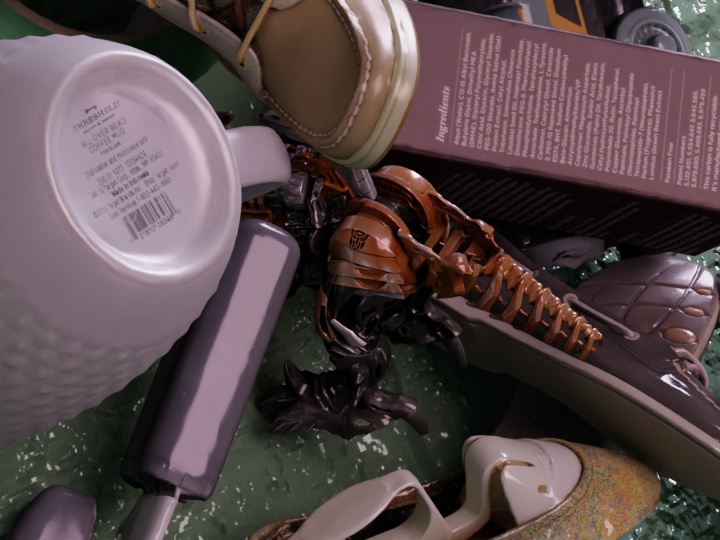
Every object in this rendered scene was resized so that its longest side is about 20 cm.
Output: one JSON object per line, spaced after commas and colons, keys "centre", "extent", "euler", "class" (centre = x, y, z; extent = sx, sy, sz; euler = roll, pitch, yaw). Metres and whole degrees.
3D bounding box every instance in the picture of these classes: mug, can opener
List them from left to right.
{"centre": [-0.115, -0.019, 1.088], "extent": [0.200, 0.175, 0.148], "euler": [-17, 86, -44], "class": "mug"}
{"centre": [-0.089, 0.067, 1.136], "extent": [0.067, 0.053, 0.200], "euler": [25, 75, -18], "class": "can opener"}

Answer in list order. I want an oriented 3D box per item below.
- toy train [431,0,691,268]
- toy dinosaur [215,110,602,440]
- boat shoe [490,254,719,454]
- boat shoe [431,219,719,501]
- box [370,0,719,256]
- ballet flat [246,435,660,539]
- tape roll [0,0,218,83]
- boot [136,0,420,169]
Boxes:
{"centre": [0.099, -0.095, 1.380], "extent": [0.114, 0.085, 0.200], "euler": [-8, 82, -30], "class": "toy train"}
{"centre": [0.000, 0.000, 1.206], "extent": [0.102, 0.136, 0.200], "euler": [-32, 54, -29], "class": "toy dinosaur"}
{"centre": [0.105, 0.074, 1.326], "extent": [0.200, 0.074, 0.073], "euler": [-50, 151, -31], "class": "boat shoe"}
{"centre": [0.106, 0.034, 1.265], "extent": [0.057, 0.200, 0.067], "euler": [-49, 148, -19], "class": "boat shoe"}
{"centre": [0.080, -0.063, 1.277], "extent": [0.200, 0.100, 0.075], "euler": [9, 79, -14], "class": "box"}
{"centre": [0.038, 0.106, 1.203], "extent": [0.200, 0.071, 0.071], "euler": [-20, 88, -15], "class": "ballet flat"}
{"centre": [-0.135, -0.160, 1.212], "extent": [0.200, 0.048, 0.201], "euler": [17, 63, -37], "class": "tape roll"}
{"centre": [-0.071, -0.119, 1.124], "extent": [0.154, 0.072, 0.200], "euler": [18, 24, -34], "class": "boot"}
